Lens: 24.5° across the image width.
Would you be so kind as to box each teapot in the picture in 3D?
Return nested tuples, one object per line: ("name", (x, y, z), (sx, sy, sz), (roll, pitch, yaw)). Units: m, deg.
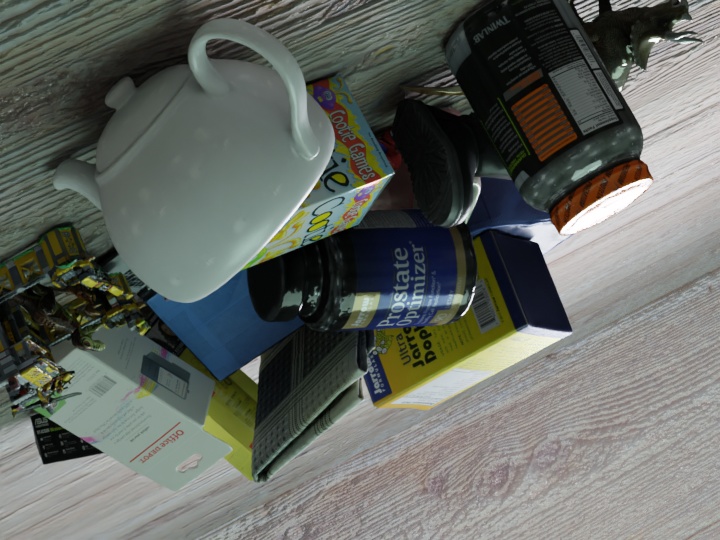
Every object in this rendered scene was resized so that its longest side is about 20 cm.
("teapot", (-0.122, -0.087, 1.205), (0.200, 0.146, 0.197), (-46, -165, 3))

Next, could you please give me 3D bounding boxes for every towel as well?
("towel", (-0.045, 0.093, 1.690), (0.034, 0.194, 0.200), (27, 128, -22))

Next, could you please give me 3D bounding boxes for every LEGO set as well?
("LEGO set", (-0.262, 0.061, 1.461), (0.152, 0.117, 0.200), (-25, 160, -6))

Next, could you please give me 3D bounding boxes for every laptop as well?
("laptop", (-0.142, 0.017, 1.597), (0.186, 0.117, 0.200), (-34, 166, 21))

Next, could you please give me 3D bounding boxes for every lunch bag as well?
("lunch bag", (0.133, -0.078, 1.774), (0.199, 0.134, 0.136), (-3, 156, -42))

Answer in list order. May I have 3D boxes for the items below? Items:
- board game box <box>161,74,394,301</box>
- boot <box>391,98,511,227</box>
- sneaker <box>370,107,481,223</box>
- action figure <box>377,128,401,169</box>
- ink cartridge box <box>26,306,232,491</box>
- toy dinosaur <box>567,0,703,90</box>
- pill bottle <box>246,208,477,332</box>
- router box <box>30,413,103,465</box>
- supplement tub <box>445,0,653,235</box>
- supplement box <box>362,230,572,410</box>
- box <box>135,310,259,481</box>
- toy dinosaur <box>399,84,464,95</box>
("board game box", (-0.090, -0.071, 1.395), (0.199, 0.106, 0.103), (-22, 165, -28))
("boot", (0.144, -0.093, 1.547), (0.198, 0.166, 0.066), (8, 130, -24))
("sneaker", (0.042, -0.067, 1.670), (0.200, 0.105, 0.075), (-38, 153, 32))
("action figure", (-0.019, -0.095, 1.556), (0.065, 0.052, 0.199), (-7, -166, 40))
("ink cartridge box", (-0.231, 0.132, 1.688), (0.117, 0.199, 0.068), (-37, -152, 36))
("toy dinosaur", (0.223, -0.202, 1.560), (0.076, 0.103, 0.200), (-19, 163, -34))
("pill bottle", (0.000, 0.000, 1.548), (0.198, 0.113, 0.112), (-3, 156, -28))
("router box", (-0.261, 0.163, 1.889), (0.149, 0.063, 0.199), (-16, 180, -42))
("supplement tub", (0.169, -0.140, 1.461), (0.122, 0.201, 0.123), (-26, 168, -6))
("supplement box", (0.100, 0.056, 1.732), (0.199, 0.111, 0.108), (-30, 159, 26))
("box", (-0.164, 0.129, 1.766), (0.075, 0.200, 0.050), (-51, -176, -38))
("toy dinosaur", (0.134, -0.173, 1.578), (0.106, 0.061, 0.199), (-33, 166, 25))
